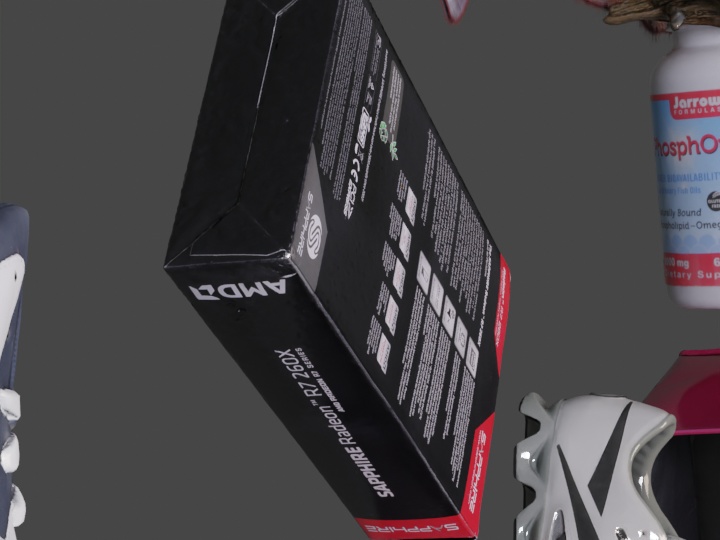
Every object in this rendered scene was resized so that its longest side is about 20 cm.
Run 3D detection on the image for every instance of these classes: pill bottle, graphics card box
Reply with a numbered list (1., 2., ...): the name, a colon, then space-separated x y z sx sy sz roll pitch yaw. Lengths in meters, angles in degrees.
1. pill bottle: 0.239 -0.081 1.264 0.109 0.108 0.202 -15 101 -68
2. graphics card box: 0.000 0.000 0.727 0.200 0.050 0.127 58 35 -51

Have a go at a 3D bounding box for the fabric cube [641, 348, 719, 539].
1. fabric cube: 0.273 0.161 1.196 0.199 0.194 0.202 -31 114 -68

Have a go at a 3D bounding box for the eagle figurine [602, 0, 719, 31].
1. eagle figurine: 0.192 -0.241 1.159 0.151 0.150 0.202 -10 107 -56

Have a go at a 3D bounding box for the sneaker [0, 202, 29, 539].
1. sneaker: -0.096 0.040 0.440 0.199 0.079 0.131 48 51 -43

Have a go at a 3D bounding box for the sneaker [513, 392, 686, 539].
1. sneaker: 0.118 0.157 0.953 0.074 0.088 0.202 27 63 -66
